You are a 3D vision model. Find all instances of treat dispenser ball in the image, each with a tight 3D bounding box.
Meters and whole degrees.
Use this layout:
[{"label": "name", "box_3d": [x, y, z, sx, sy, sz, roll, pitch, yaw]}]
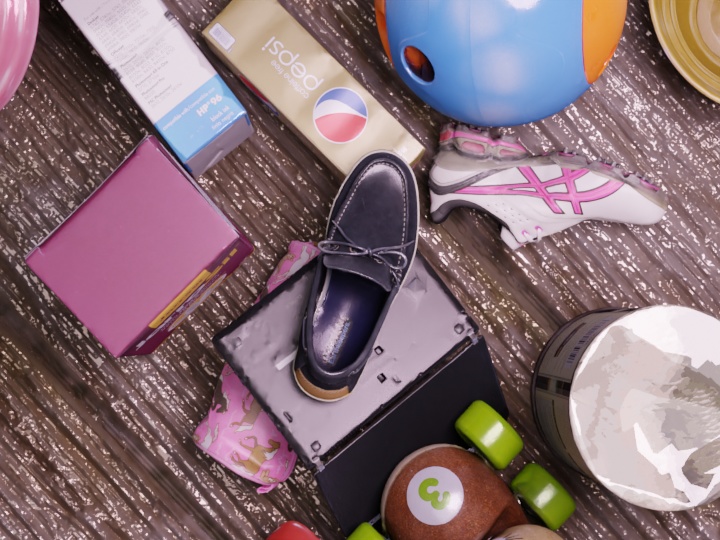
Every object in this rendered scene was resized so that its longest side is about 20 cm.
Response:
[{"label": "treat dispenser ball", "box_3d": [0.110, -0.214, 1.132, 0.197, 0.201, 0.204, 0, 88, -1]}]

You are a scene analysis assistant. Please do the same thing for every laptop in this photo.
[{"label": "laptop", "box_3d": [0.006, 0.089, 1.160, 0.177, 0.103, 0.201, -38, 85, -14]}]

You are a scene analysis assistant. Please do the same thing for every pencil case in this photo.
[{"label": "pencil case", "box_3d": [-0.060, 0.076, 1.179, 0.082, 0.086, 0.202, 30, 87, -43]}]

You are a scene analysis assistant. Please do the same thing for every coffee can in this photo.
[{"label": "coffee can", "box_3d": [0.217, 0.102, 1.122, 0.144, 0.200, 0.149, 0, 88, -1]}]

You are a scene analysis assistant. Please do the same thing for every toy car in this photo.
[{"label": "toy car", "box_3d": [0.109, 0.225, 1.100, 0.164, 0.200, 0.158, -45, 117, -7]}]

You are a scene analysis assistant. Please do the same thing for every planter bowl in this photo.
[{"label": "planter bowl", "box_3d": [0.328, -0.221, 1.193, 0.197, 0.083, 0.204, 0, 85, 0]}]

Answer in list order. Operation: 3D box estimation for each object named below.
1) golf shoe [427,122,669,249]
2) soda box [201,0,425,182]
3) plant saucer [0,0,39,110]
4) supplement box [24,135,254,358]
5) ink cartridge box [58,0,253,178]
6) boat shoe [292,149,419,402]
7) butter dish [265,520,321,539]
[{"label": "golf shoe", "box_3d": [0.153, -0.059, 1.196, 0.197, 0.073, 0.094, 14, 94, 10]}, {"label": "soda box", "box_3d": [-0.038, -0.143, 1.194, 0.064, 0.068, 0.200, -44, 89, -3]}, {"label": "plant saucer", "box_3d": [-0.340, -0.214, 1.148, 0.198, 0.051, 0.204, 4, 97, 35]}, {"label": "supplement box", "box_3d": [-0.163, -0.013, 1.121, 0.131, 0.200, 0.103, -44, 89, -1]}, {"label": "ink cartridge box", "box_3d": [-0.174, -0.179, 1.169, 0.068, 0.116, 0.201, -38, 89, -3]}, {"label": "boat shoe", "box_3d": [0.000, 0.000, 1.094, 0.074, 0.062, 0.203, 19, 75, -1]}, {"label": "butter dish", "box_3d": [-0.036, 0.339, 1.143, 0.201, 0.148, 0.199, -51, 49, -1]}]
